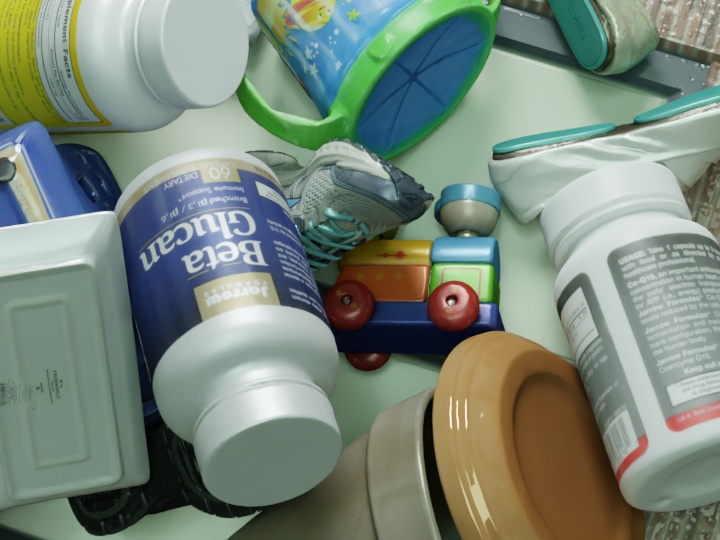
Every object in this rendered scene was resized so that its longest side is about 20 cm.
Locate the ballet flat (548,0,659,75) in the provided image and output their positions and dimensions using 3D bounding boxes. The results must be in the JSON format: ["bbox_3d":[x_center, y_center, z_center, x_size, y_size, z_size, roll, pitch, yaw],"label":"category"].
[{"bbox_3d":[0.143,-0.227,1.295,0.062,0.067,0.202,-21,82,-27],"label":"ballet flat"}]

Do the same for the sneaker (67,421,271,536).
[{"bbox_3d":[-0.099,0.117,1.203,0.198,0.090,0.077,-11,95,36],"label":"sneaker"}]

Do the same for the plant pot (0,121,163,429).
[{"bbox_3d":[-0.234,0.031,1.216,0.198,0.180,0.202,-26,79,-1],"label":"plant pot"}]

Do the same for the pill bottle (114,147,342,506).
[{"bbox_3d":[-0.075,0.034,1.101,0.110,0.111,0.201,-22,51,1],"label":"pill bottle"}]

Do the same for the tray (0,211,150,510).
[{"bbox_3d":[-0.184,0.062,1.103,0.106,0.022,0.202,-9,124,-9],"label":"tray"}]

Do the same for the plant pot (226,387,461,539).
[{"bbox_3d":[0.008,0.198,1.175,0.172,0.200,0.202,-24,79,17],"label":"plant pot"}]

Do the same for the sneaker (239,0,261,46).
[{"bbox_3d":[-0.156,-0.201,1.307,0.198,0.075,0.082,8,90,7],"label":"sneaker"}]

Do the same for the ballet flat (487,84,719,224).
[{"bbox_3d":[0.186,-0.077,1.262,0.198,0.069,0.070,-15,79,7],"label":"ballet flat"}]

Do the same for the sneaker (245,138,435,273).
[{"bbox_3d":[-0.027,-0.027,1.212,0.077,0.199,0.087,33,71,-27],"label":"sneaker"}]

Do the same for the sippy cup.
[{"bbox_3d":[0.000,-0.164,1.260,0.130,0.177,0.140,45,121,21],"label":"sippy cup"}]

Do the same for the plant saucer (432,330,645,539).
[{"bbox_3d":[0.119,0.129,1.164,0.037,0.199,0.202,-26,77,33],"label":"plant saucer"}]

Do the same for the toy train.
[{"bbox_3d":[0.000,0.000,1.259,0.198,0.085,0.117,0,64,13],"label":"toy train"}]

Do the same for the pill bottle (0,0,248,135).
[{"bbox_3d":[-0.175,-0.147,1.235,0.198,0.112,0.114,2,79,36],"label":"pill bottle"}]

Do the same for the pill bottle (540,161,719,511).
[{"bbox_3d":[0.189,0.040,1.190,0.113,0.114,0.202,-17,62,2],"label":"pill bottle"}]
